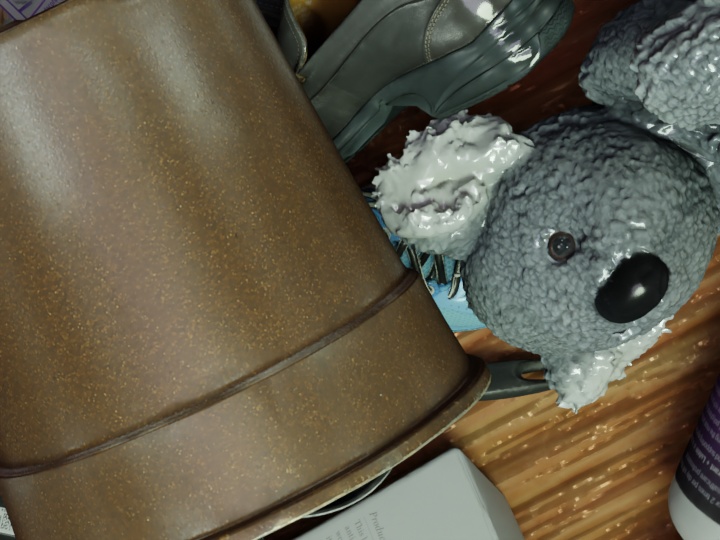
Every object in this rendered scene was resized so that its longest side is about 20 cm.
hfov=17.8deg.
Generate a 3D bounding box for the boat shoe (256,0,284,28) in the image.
[{"bbox_3d":[-0.044,-0.130,0.990,0.198,0.070,0.067,10,132,-7],"label":"boat shoe"}]

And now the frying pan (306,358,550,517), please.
[{"bbox_3d":[-0.007,0.050,1.047,0.189,0.115,0.031,-25,152,-30],"label":"frying pan"}]

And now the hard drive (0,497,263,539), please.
[{"bbox_3d":[-0.116,0.139,1.012,0.139,0.201,0.038,12,148,-4],"label":"hard drive"}]

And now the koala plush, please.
[{"bbox_3d":[0.121,-0.037,0.940,0.200,0.184,0.177,-41,119,17],"label":"koala plush"}]

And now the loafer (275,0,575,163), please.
[{"bbox_3d":[-0.006,-0.090,0.939,0.199,0.073,0.072,-26,111,38],"label":"loafer"}]

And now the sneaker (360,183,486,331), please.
[{"bbox_3d":[0.000,0.000,1.010,0.198,0.090,0.079,2,107,-1],"label":"sneaker"}]

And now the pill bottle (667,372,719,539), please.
[{"bbox_3d":[0.204,0.083,1.024,0.111,0.112,0.201,20,105,-6],"label":"pill bottle"}]

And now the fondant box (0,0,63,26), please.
[{"bbox_3d":[-0.198,-0.102,0.947,0.200,0.058,0.145,45,66,-22],"label":"fondant box"}]

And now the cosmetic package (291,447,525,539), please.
[{"bbox_3d":[-0.012,0.179,1.051,0.199,0.102,0.071,-30,146,9],"label":"cosmetic package"}]

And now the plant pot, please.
[{"bbox_3d":[-0.079,-0.008,0.878,0.199,0.200,0.199,-23,98,7],"label":"plant pot"}]
